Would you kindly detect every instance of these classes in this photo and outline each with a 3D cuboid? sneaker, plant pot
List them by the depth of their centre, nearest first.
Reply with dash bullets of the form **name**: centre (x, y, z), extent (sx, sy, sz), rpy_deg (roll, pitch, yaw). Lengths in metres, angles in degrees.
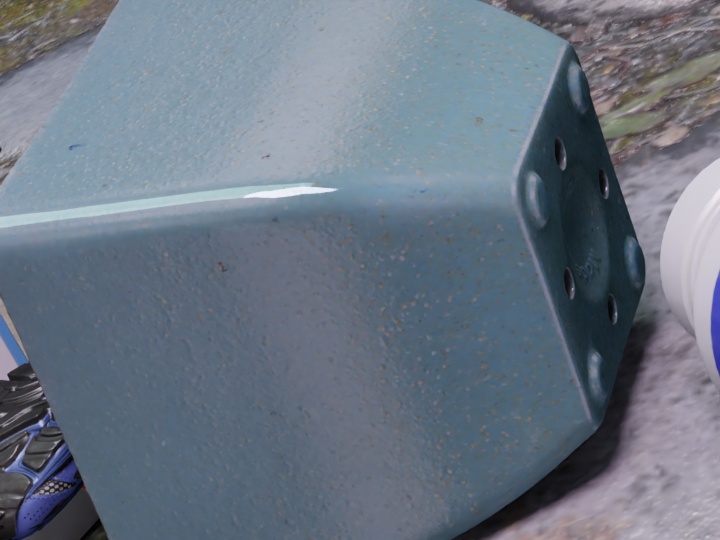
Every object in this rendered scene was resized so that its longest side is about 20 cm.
- **plant pot**: centre (0.000, 0.000, 1.197), extent (0.199, 0.197, 0.197), rpy_deg (-8, 31, 22)
- **sneaker**: centre (-0.100, 0.064, 1.270), extent (0.075, 0.079, 0.200), rpy_deg (-12, 19, 32)

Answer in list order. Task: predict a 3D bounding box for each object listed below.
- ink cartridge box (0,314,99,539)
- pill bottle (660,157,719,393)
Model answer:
- **ink cartridge box**: centre (-0.246, 0.085, 1.320), extent (0.199, 0.147, 0.146), rpy_deg (2, 38, 46)
- **pill bottle**: centre (0.184, 0.019, 1.049), extent (0.112, 0.112, 0.200), rpy_deg (-33, 25, -11)
